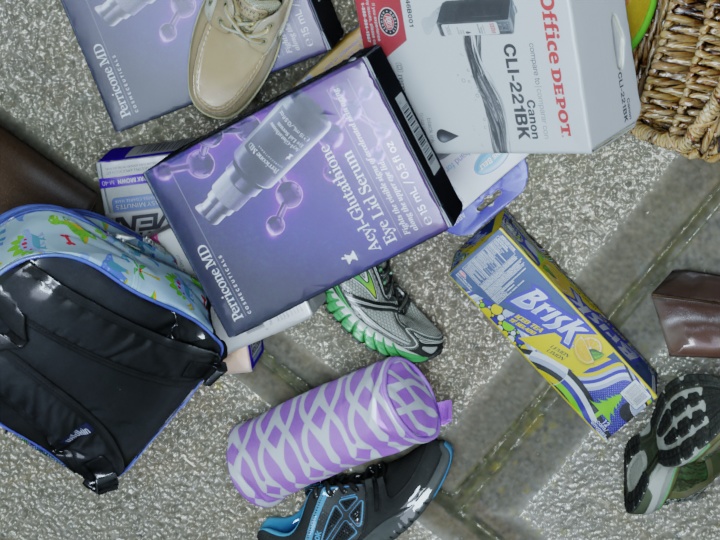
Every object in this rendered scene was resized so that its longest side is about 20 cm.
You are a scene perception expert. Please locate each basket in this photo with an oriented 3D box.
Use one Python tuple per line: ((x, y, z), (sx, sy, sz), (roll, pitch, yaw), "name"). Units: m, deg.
((0.282, -0.191, 1.655), (0.148, 0.143, 0.201), (16, 105, 1), "basket")

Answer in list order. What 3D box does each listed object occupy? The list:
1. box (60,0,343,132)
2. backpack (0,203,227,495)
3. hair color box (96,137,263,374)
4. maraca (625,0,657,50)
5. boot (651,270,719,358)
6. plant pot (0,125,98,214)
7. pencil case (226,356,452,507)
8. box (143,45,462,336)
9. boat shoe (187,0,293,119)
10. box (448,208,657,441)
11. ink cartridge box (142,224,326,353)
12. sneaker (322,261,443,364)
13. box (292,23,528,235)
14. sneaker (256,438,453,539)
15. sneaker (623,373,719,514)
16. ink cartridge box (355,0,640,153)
((-0.134, -0.221, 1.713), (0.199, 0.104, 0.149), (-21, 102, 10), "box")
((-0.232, 0.043, 1.615), (0.200, 0.147, 0.183), (33, 110, -33), "backpack")
((-0.155, -0.009, 1.790), (0.108, 0.065, 0.201), (-7, 105, 9), "hair color box")
((0.178, -0.256, 1.670), (0.136, 0.107, 0.202), (9, 97, 17), "maraca")
((0.336, 0.074, 1.706), (0.198, 0.187, 0.065), (8, 128, 1), "boot")
((-0.340, -0.048, 1.738), (0.197, 0.200, 0.201), (30, 106, -8), "plant pot")
((-0.025, 0.142, 1.776), (0.199, 0.084, 0.085), (-25, 135, 33), "pencil case")
((-0.043, -0.062, 1.600), (0.199, 0.104, 0.149), (-28, 97, 11), "box")
((-0.087, -0.210, 1.622), (0.072, 0.065, 0.201), (25, 106, -2), "boat shoe")
((0.166, 0.046, 1.766), (0.064, 0.070, 0.200), (-41, 97, 16), "box")
((-0.144, 0.018, 1.727), (0.199, 0.067, 0.117), (-23, 98, 14), "ink cartridge box")
((0.000, 0.000, 1.768), (0.200, 0.078, 0.085), (45, 104, -5), "sneaker")
((0.051, -0.122, 1.752), (0.119, 0.041, 0.200), (-40, 95, 14), "box")
((-0.005, 0.207, 1.824), (0.200, 0.073, 0.082), (-41, 95, 13), "sneaker")
((0.290, 0.145, 1.749), (0.088, 0.200, 0.077), (3, 62, -15), "sneaker")
((0.107, -0.171, 1.623), (0.199, 0.084, 0.145), (2, 112, 35), "ink cartridge box")
